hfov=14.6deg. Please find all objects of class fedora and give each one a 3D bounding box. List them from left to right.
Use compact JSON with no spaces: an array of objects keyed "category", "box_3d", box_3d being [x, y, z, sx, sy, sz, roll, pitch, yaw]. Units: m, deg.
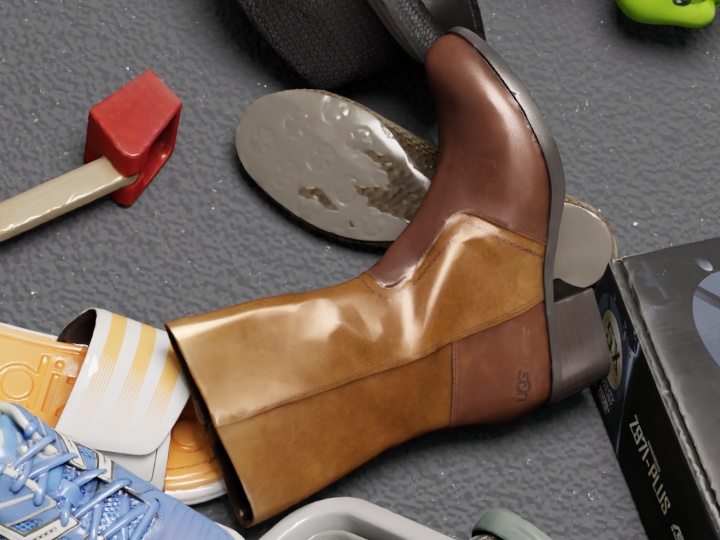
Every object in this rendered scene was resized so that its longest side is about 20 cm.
[{"category":"fedora","box_3d":[-0.017,-0.163,1.413,0.091,0.201,0.201,-26,63,17]}]

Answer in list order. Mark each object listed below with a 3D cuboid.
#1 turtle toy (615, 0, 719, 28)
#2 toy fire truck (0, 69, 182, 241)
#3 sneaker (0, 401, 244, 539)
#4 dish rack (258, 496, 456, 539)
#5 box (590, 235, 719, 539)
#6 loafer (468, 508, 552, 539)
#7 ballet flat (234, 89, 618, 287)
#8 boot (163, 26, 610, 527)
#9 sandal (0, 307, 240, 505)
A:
[{"category":"turtle toy","box_3d":[0.117,-0.205,1.457,0.200,0.146,0.101,34,83,10]},{"category":"toy fire truck","box_3d":[-0.201,-0.055,1.359,0.141,0.049,0.200,43,63,13]},{"category":"sneaker","box_3d":[-0.143,0.109,1.252,0.199,0.077,0.076,17,58,7]},{"category":"dish rack","box_3d":[-0.025,0.190,1.222,0.200,0.044,0.171,-40,35,-26]},{"category":"box","box_3d":[0.227,0.063,1.347,0.199,0.086,0.164,-11,63,-15]},{"category":"loafer","box_3d":[0.116,0.192,1.272,0.200,0.072,0.063,38,69,21]},{"category":"ballet flat","box_3d":[0.033,-0.038,1.396,0.199,0.046,0.068,18,96,6]},{"category":"boot","box_3d":[0.000,0.000,1.316,0.200,0.068,0.189,-19,103,-16]},{"category":"sandal","box_3d":[-0.139,0.053,1.304,0.206,0.059,0.079,12,60,-3]}]
